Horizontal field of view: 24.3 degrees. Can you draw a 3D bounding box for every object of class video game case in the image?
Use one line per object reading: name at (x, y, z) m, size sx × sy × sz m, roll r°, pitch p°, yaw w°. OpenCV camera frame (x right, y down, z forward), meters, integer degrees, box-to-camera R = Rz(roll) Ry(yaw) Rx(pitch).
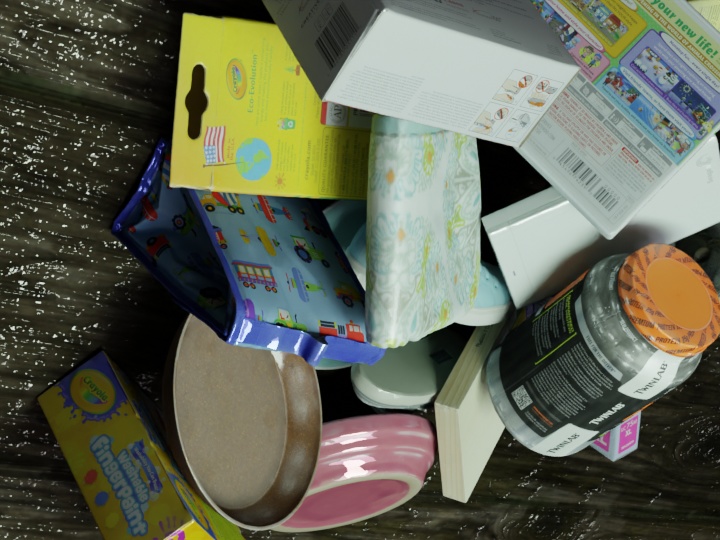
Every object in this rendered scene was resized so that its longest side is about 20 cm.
video game case at (0.191, -0.158, 1.338) m, size 0.182 × 0.200 × 0.022 m, roll -45°, pitch 173°, yaw -6°

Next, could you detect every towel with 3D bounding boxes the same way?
towel at (0.051, -0.038, 1.291) m, size 0.200 × 0.048 × 0.173 m, roll -16°, pitch 106°, yaw -70°

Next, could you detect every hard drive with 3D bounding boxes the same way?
hard drive at (0.208, -0.044, 1.403) m, size 0.199 × 0.026 × 0.132 m, roll -23°, pitch 147°, yaw 3°

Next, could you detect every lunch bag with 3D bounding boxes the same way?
lunch bag at (-0.072, 0.002, 1.269) m, size 0.150 × 0.200 × 0.094 m, roll 14°, pitch 115°, yaw -43°

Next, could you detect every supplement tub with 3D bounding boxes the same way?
supplement tub at (0.207, 0.067, 1.426) m, size 0.122 × 0.123 × 0.200 m, roll -2°, pitch 153°, yaw -36°

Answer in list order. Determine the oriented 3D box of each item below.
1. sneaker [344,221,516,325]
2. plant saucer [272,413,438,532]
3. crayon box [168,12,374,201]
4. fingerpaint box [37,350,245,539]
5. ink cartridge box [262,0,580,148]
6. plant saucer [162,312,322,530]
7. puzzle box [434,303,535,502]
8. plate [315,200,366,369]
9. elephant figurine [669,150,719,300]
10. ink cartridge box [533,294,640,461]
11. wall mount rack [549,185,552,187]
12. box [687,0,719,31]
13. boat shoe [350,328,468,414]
sneaker at (0.077, -0.008, 1.434) m, size 0.199 × 0.074 × 0.082 m, roll 9°, pitch 122°, yaw -43°
plant saucer at (-0.021, 0.190, 1.519) m, size 0.199 × 0.051 × 0.201 m, roll -13°, pitch 156°, yaw -6°
crayon box at (-0.064, -0.120, 1.246) m, size 0.199 × 0.051 × 0.128 m, roll 3°, pitch 95°, yaw -39°
fingerpaint box at (-0.165, 0.189, 1.360) m, size 0.073 × 0.200 × 0.167 m, roll -35°, pitch 139°, yaw -1°
ink cartridge box at (0.033, -0.191, 1.216) m, size 0.199 × 0.176 × 0.084 m, roll 9°, pitch 129°, yaw -41°
plant saucer at (-0.099, 0.110, 1.355) m, size 0.034 × 0.202 × 0.200 m, roll -9°, pitch 151°, yaw 31°
puzzle box at (0.122, 0.098, 1.552) m, size 0.134 × 0.025 × 0.201 m, roll 82°, pitch 31°, yaw -43°
plate at (0.000, 0.000, 1.457) m, size 0.199 × 0.026 × 0.201 m, roll -21°, pitch 136°, yaw -22°
elephant figurine at (0.315, -0.007, 1.545) m, size 0.201 × 0.140 × 0.156 m, roll -64°, pitch 144°, yaw -31°
ink cartridge box at (0.212, 0.066, 1.558) m, size 0.042 × 0.119 × 0.201 m, roll -23°, pitch 130°, yaw -33°
wall mount rack at (0.238, -0.096, 1.502) m, size 0.200 × 0.075 × 0.174 m, roll -46°, pitch -179°, yaw 32°
box at (0.269, -0.215, 1.457) m, size 0.199 × 0.050 × 0.076 m, roll -13°, pitch 132°, yaw -29°
boat shoe at (0.043, 0.104, 1.515) m, size 0.072 × 0.070 × 0.200 m, roll -53°, pitch 160°, yaw 23°
